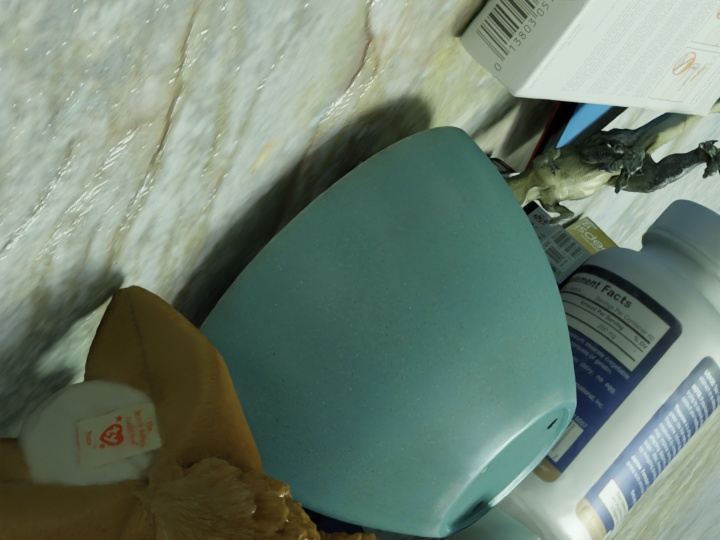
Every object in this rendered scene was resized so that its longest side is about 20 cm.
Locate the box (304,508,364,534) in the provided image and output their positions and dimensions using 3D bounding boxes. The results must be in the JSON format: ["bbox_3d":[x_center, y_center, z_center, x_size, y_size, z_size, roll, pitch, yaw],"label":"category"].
[{"bbox_3d":[-0.079,0.161,1.418,0.121,0.033,0.199,-37,-161,-31],"label":"box"}]

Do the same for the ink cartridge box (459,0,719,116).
[{"bbox_3d":[0.157,-0.152,1.336,0.161,0.050,0.200,-52,156,23],"label":"ink cartridge box"}]

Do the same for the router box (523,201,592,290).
[{"bbox_3d":[0.038,0.056,1.558,0.157,0.052,0.200,-51,173,28],"label":"router box"}]

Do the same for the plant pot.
[{"bbox_3d":[0.026,0.049,1.325,0.200,0.135,0.200,-40,163,-15],"label":"plant pot"}]

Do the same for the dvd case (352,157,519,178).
[{"bbox_3d":[0.000,0.000,1.425,0.146,0.022,0.200,-50,166,18],"label":"dvd case"}]

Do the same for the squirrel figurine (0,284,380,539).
[{"bbox_3d":[-0.073,0.137,1.193,0.142,0.199,0.187,-45,143,-24],"label":"squirrel figurine"}]

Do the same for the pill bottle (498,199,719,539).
[{"bbox_3d":[0.144,0.059,1.544,0.200,0.111,0.111,-48,166,-12],"label":"pill bottle"}]

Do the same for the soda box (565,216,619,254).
[{"bbox_3d":[0.106,0.060,1.794,0.068,0.064,0.200,-28,157,-48],"label":"soda box"}]

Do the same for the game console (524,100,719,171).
[{"bbox_3d":[0.201,-0.117,1.472,0.200,0.171,0.119,114,-8,-55],"label":"game console"}]

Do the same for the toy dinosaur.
[{"bbox_3d":[0.143,-0.058,1.436,0.199,0.048,0.088,-22,-167,-19],"label":"toy dinosaur"}]

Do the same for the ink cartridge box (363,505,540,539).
[{"bbox_3d":[0.034,0.211,1.410,0.147,0.145,0.200,-28,-169,-7],"label":"ink cartridge box"}]
